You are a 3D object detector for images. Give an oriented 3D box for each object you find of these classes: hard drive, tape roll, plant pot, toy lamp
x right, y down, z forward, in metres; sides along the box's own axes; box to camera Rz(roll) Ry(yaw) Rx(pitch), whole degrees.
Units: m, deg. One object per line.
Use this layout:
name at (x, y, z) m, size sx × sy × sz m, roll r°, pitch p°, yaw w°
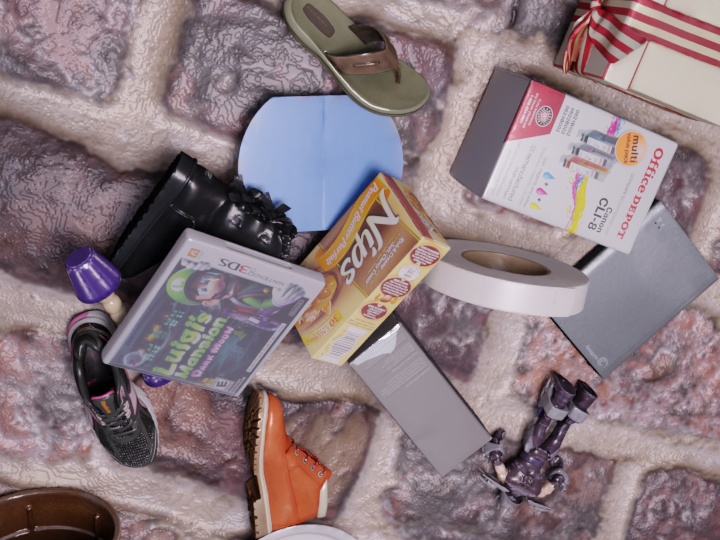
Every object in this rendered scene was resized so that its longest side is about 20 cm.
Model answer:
hard drive at (0.342, 0.024, 1.442) m, size 0.200 × 0.033 × 0.140 m, roll -42°, pitch 109°, yaw 3°
tape roll at (0.167, 0.007, 1.314) m, size 0.202 × 0.203 × 0.037 m, roll 8°, pitch 104°, yaw -13°
plant pot at (-0.377, 0.396, 1.324) m, size 0.199 × 0.200 × 0.199 m, roll -4°, pitch 113°, yaw -10°
toy lamp at (-0.272, 0.052, 1.285) m, size 0.058 × 0.058 × 0.200 m, roll -29°, pitch 132°, yaw -2°

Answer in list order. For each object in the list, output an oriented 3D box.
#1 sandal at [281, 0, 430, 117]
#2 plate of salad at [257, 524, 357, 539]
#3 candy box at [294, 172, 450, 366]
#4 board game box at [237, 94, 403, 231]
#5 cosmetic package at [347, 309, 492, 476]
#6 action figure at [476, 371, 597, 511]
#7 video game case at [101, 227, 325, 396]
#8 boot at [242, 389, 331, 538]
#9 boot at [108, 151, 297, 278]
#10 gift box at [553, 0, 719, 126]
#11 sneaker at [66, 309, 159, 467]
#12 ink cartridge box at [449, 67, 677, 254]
sandal at (-0.003, -0.248, 1.273) m, size 0.201 × 0.057 × 0.080 m, roll 38°, pitch 64°, yaw -17°
plate of salad at (-0.080, 0.411, 1.443) m, size 0.199 × 0.048 × 0.201 m, roll -8°, pitch 119°, yaw -14°
candy box at (0.000, 0.000, 1.297) m, size 0.055 × 0.116 × 0.200 m, roll 21°, pitch 119°, yaw -46°
board game box at (-0.050, -0.128, 1.322) m, size 0.199 × 0.039 × 0.159 m, roll -5°, pitch 105°, yaw -17°
cosmetic package at (0.065, 0.144, 1.384) m, size 0.090 × 0.107 × 0.200 m, roll -40°, pitch 110°, yaw 3°
action figure at (0.232, 0.232, 1.463) m, size 0.130 × 0.069 × 0.200 m, roll 24°, pitch 103°, yaw -23°
video game case at (-0.165, 0.054, 1.266) m, size 0.181 × 0.023 × 0.200 m, roll 19°, pitch 123°, yaw -33°
boot at (-0.091, 0.233, 1.400) m, size 0.107 × 0.075 × 0.201 m, roll -8°, pitch 115°, yaw -12°
boot at (-0.180, -0.029, 1.282) m, size 0.162 × 0.073 × 0.198 m, roll 32°, pitch 119°, yaw -19°
gift box at (0.342, -0.282, 1.274) m, size 0.186 × 0.200 × 0.185 m, roll 19°, pitch 96°, yaw -14°
sneaker at (-0.300, 0.152, 1.325) m, size 0.080 × 0.086 × 0.201 m, roll -23°, pitch 109°, yaw -2°
ink cartridge box at (0.236, -0.130, 1.320) m, size 0.199 × 0.145 × 0.146 m, roll 19°, pitch 101°, yaw -16°
